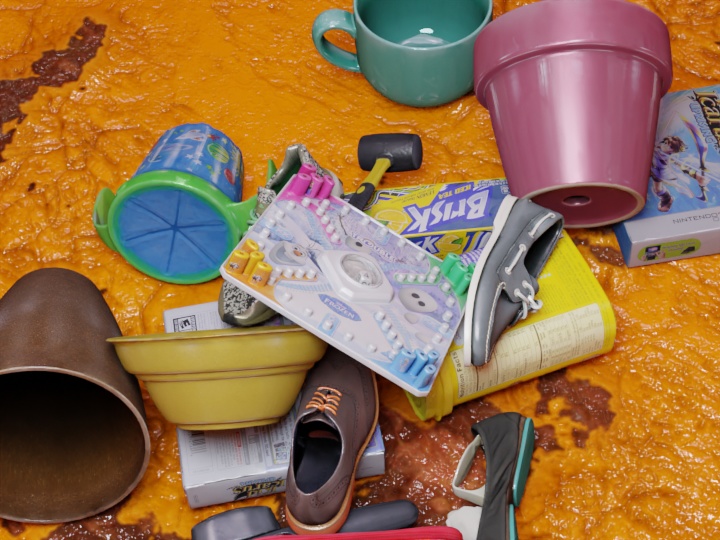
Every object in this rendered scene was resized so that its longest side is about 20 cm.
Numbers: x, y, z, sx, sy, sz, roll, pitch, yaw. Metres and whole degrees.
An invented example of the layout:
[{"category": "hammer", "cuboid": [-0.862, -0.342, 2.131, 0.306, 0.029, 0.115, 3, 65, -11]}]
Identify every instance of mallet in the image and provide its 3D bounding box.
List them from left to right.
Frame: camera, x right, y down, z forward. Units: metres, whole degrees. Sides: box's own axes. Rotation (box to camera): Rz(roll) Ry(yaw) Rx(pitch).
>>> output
[{"category": "mallet", "cuboid": [0.019, -0.086, 1.352, 0.066, 0.041, 0.200, -4, 27, 12]}]

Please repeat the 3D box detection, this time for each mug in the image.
[{"category": "mug", "cuboid": [0.056, -0.262, 1.528, 0.185, 0.115, 0.152, 22, 57, 19]}]

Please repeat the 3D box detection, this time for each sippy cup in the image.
[{"category": "sippy cup", "cuboid": [-0.177, -0.078, 1.396, 0.177, 0.140, 0.130, 19, 43, -6]}]

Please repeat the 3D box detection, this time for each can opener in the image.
[{"category": "can opener", "cuboid": [-0.046, 0.232, 1.183, 0.199, 0.063, 0.079, -10, 75, -8]}]

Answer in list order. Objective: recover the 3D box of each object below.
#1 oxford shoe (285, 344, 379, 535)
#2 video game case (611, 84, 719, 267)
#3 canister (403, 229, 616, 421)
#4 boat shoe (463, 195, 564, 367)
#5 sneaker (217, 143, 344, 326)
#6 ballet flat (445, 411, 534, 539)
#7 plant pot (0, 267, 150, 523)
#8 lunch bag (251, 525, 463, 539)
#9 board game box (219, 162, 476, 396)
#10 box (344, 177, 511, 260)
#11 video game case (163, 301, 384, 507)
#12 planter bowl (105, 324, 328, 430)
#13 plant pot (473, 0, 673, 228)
[{"category": "oxford shoe", "cuboid": [-0.023, 0.128, 1.182, 0.071, 0.073, 0.200, 3, 53, 6]}, {"category": "video game case", "cuboid": [0.342, -0.105, 1.437, 0.181, 0.046, 0.200, -9, 53, -5]}, {"category": "canister", "cuboid": [0.126, 0.045, 1.307, 0.200, 0.087, 0.149, -17, 54, -12]}, {"category": "boat shoe", "cuboid": [0.138, 0.009, 1.237, 0.062, 0.073, 0.200, 12, 47, 13]}, {"category": "sneaker", "cuboid": [-0.090, -0.040, 1.296, 0.077, 0.089, 0.200, 8, 57, 29]}, {"category": "ballet flat", "cuboid": [0.113, 0.210, 1.199, 0.068, 0.068, 0.200, -2, 41, 14]}, {"category": "plant pot", "cuboid": [-0.285, 0.094, 1.249, 0.186, 0.187, 0.200, -7, 37, -2]}, {"category": "lunch bag", "cuboid": [-0.016, 0.255, 1.074, 0.199, 0.176, 0.082, 0, 62, -17]}, {"category": "board game box", "cuboid": [0.000, 0.000, 1.190, 0.200, 0.026, 0.200, 31, 33, 0]}, {"category": "box", "cuboid": [0.060, -0.042, 1.390, 0.199, 0.064, 0.070, -5, 53, -2]}, {"category": "video game case", "cuboid": [-0.083, 0.112, 1.280, 0.181, 0.045, 0.200, -10, 53, -3]}, {"category": "planter bowl", "cuboid": [-0.117, 0.093, 1.181, 0.200, 0.200, 0.084, -3, 90, 0]}, {"category": "plant pot", "cuboid": [0.213, -0.146, 1.354, 0.199, 0.200, 0.180, -1, 73, 2]}]
